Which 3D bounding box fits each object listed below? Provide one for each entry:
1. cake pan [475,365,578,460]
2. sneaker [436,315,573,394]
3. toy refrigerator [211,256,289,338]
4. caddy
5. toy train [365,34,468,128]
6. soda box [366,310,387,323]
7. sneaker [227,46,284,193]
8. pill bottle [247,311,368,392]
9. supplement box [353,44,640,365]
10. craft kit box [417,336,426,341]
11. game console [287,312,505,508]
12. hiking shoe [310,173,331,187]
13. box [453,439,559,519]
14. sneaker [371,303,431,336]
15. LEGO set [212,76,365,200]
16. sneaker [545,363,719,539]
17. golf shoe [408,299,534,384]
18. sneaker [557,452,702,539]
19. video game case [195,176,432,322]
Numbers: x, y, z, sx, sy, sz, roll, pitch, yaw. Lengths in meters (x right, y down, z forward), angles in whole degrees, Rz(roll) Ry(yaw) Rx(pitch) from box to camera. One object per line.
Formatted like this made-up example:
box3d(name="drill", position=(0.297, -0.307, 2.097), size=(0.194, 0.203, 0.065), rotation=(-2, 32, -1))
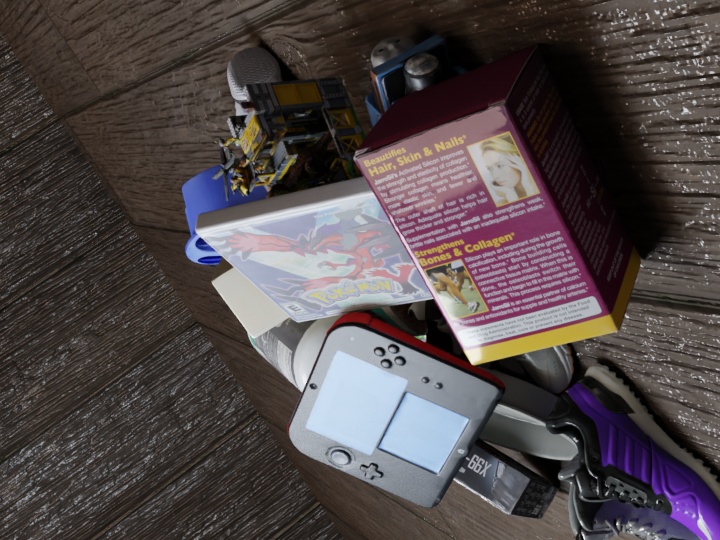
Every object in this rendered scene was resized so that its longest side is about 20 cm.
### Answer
box3d(name="cake pan", position=(0.142, 0.145, 1.189), size=(0.200, 0.037, 0.200), rotation=(19, 163, 6))
box3d(name="sneaker", position=(0.126, 0.052, 1.121), size=(0.200, 0.092, 0.076), rotation=(53, 163, -6))
box3d(name="toy refrigerator", position=(-0.103, -0.007, 1.216), size=(0.076, 0.070, 0.200), rotation=(55, -169, -16))
box3d(name="caddy", position=(-0.133, -0.072, 1.443), size=(0.141, 0.200, 0.105), rotation=(100, 149, -68))
box3d(name="toy train", position=(0.057, -0.116, 0.989), size=(0.114, 0.087, 0.200), rotation=(48, 164, 42))
box3d(name="soda box", position=(-0.011, -0.003, 1.357), size=(0.200, 0.063, 0.070), rotation=(61, 154, 26))
box3d(name="sneaker", position=(-0.100, -0.153, 1.327), size=(0.115, 0.075, 0.200), rotation=(83, 168, -68))
box3d(name="pill bottle", position=(-0.039, 0.083, 1.260), size=(0.200, 0.113, 0.113), rotation=(32, 154, 55))
box3d(name="supplement box", position=(0.108, -0.045, 0.856), size=(0.131, 0.103, 0.200), rotation=(-16, 115, 33))
box3d(name="craft kit box", position=(0.087, 0.107, 1.448), size=(0.198, 0.049, 0.200), rotation=(58, 164, -5))
box3d(name="game console", position=(0.029, 0.142, 1.125), size=(0.177, 0.031, 0.200), rotation=(27, 130, 4))
box3d(name="hiking shoe", position=(-0.008, -0.079, 1.217), size=(0.076, 0.101, 0.200), rotation=(55, 164, -5))
box3d(name="box", position=(0.143, 0.232, 1.348), size=(0.158, 0.050, 0.200), rotation=(30, 178, 22))
box3d(name="sneaker", position=(0.000, 0.000, 1.217), size=(0.200, 0.071, 0.080), rotation=(45, 146, -24))
box3d(name="LEGO set", position=(-0.075, -0.086, 1.053), size=(0.200, 0.116, 0.154), rotation=(-37, 66, 58))
box3d(name="sneaker", position=(0.249, 0.189, 1.043), size=(0.200, 0.099, 0.070), rotation=(48, 166, 21))
box3d(name="golf shoe", position=(0.116, 0.087, 1.227), size=(0.200, 0.094, 0.078), rotation=(58, 163, -22))
box3d(name="sneaker", position=(0.269, 0.254, 1.094), size=(0.200, 0.115, 0.075), rotation=(47, 163, 24))
box3d(name="video game case", position=(-0.015, -0.015, 1.009), size=(0.200, 0.023, 0.182), rotation=(-10, 147, 26))
